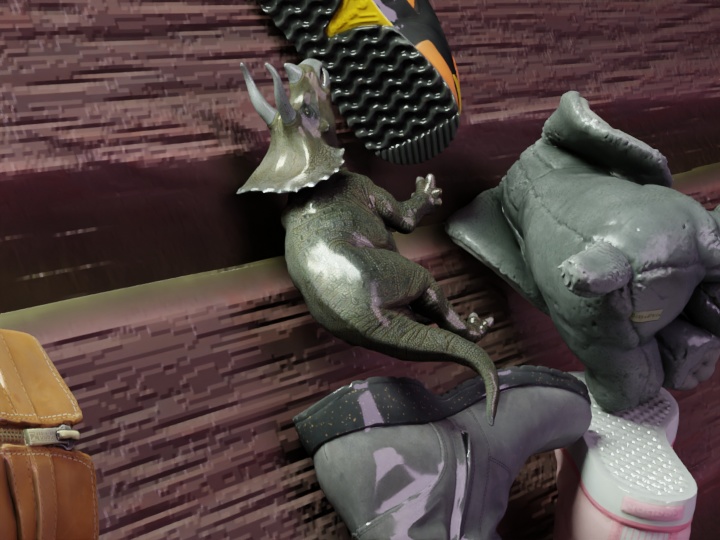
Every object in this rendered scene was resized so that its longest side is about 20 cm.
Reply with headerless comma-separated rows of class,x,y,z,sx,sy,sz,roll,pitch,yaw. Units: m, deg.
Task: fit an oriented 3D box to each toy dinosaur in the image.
toy dinosaur,0.000,0.000,0.948,0.102,0.077,0.201,5,53,-39

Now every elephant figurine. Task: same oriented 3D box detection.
elephant figurine,0.118,-0.026,1.115,0.200,0.141,0.156,49,-26,39

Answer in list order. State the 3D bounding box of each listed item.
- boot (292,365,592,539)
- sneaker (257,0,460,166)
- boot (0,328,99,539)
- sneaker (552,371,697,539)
boot,0.056,0.120,0.962,0.199,0.070,0.132,-3,65,-45
sneaker,-0.010,-0.153,1.072,0.201,0.070,0.090,59,16,-11
boot,-0.161,0.024,0.689,0.155,0.076,0.201,-5,75,-56
sneaker,0.134,0.128,1.086,0.200,0.075,0.105,-90,-173,-72
